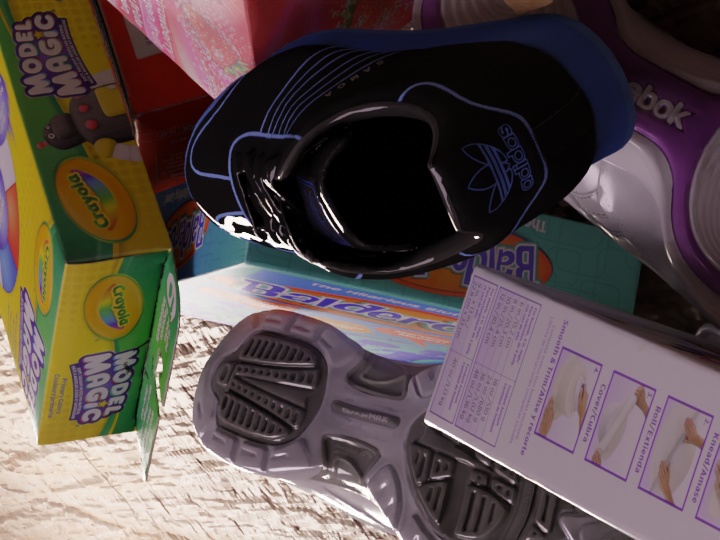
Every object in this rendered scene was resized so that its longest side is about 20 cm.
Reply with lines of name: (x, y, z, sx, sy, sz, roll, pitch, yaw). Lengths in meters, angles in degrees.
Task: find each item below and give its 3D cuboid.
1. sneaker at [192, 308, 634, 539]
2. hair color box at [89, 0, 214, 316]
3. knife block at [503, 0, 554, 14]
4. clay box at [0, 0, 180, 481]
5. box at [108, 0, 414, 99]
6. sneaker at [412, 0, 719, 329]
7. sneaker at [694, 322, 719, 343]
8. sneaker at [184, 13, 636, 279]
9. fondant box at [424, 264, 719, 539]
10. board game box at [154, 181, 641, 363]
sneaker: (0.036, 0.073, 1.098, 0.200, 0.078, 0.099, 25, 176, 38)
hair color box: (-0.079, -0.067, 1.260, 0.200, 0.061, 0.102, 91, 162, -64)
knife block: (-0.014, -0.179, 0.835, 0.175, 0.064, 0.200, 20, 151, 21)
clay box: (-0.120, -0.024, 1.167, 0.115, 0.047, 0.201, 105, 152, -48)
box: (-0.035, -0.150, 0.971, 0.095, 0.103, 0.200, 43, 160, 23)
sneaker: (0.108, -0.035, 0.938, 0.200, 0.075, 0.100, 43, -178, 20)
sneaker: (0.097, 0.060, 1.117, 0.200, 0.071, 0.113, 25, 154, 39)
sneaker: (-0.006, -0.033, 0.915, 0.200, 0.078, 0.070, -12, 108, 53)
fondant box: (0.128, 0.062, 0.885, 0.144, 0.059, 0.200, 18, -178, -28)
board game box: (0.000, 0.000, 1.140, 0.151, 0.045, 0.200, 13, 171, -17)
